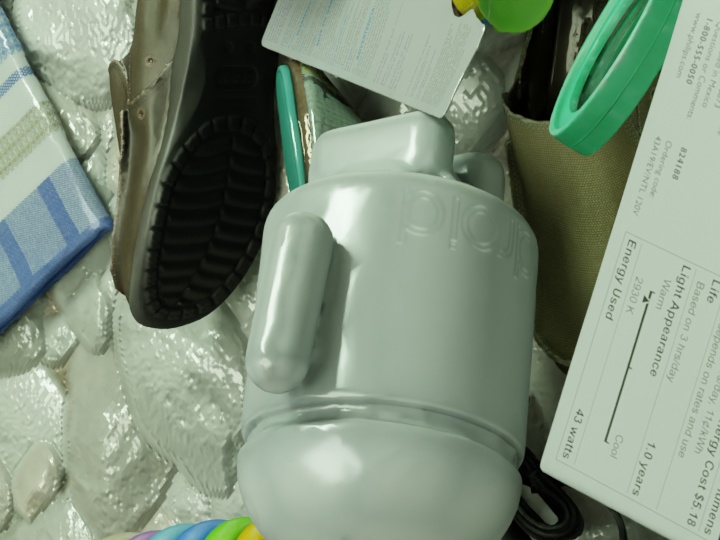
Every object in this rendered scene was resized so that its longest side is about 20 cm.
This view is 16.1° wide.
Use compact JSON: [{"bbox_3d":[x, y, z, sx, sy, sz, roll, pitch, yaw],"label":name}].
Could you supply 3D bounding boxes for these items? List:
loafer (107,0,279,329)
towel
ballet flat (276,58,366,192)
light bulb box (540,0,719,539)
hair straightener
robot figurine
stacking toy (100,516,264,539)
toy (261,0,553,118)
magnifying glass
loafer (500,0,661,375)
[{"bbox_3d":[-0.081,-0.073,1.198,0.071,0.073,0.202,17,98,46],"label":"loafer"},{"bbox_3d":[-0.213,-0.066,1.331,0.147,0.024,0.201,-41,70,31],"label":"towel"},{"bbox_3d":[0.000,0.000,1.119,0.070,0.069,0.202,-2,67,-1],"label":"ballet flat"},{"bbox_3d":[0.199,0.020,0.929,0.199,0.124,0.200,27,109,34],"label":"light bulb box"},{"bbox_3d":[0.050,0.086,1.108,0.200,0.041,0.077,48,120,33],"label":"hair straightener"},{"bbox_3d":[0.011,0.039,1.009,0.112,0.169,0.202,-12,62,36],"label":"robot figurine"},{"bbox_3d":[-0.044,0.142,1.157,0.199,0.085,0.086,-22,79,42],"label":"stacking toy"},{"bbox_3d":[0.030,-0.128,1.080,0.116,0.047,0.200,-66,24,3],"label":"toy"},{"bbox_3d":[0.125,-0.133,0.979,0.201,0.022,0.080,-61,8,-15],"label":"magnifying glass"},{"bbox_3d":[0.091,-0.052,1.051,0.076,0.067,0.202,5,96,39],"label":"loafer"}]
